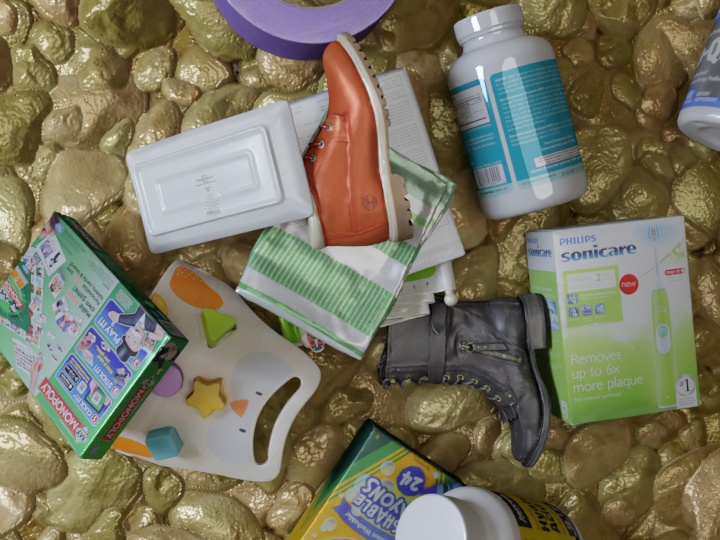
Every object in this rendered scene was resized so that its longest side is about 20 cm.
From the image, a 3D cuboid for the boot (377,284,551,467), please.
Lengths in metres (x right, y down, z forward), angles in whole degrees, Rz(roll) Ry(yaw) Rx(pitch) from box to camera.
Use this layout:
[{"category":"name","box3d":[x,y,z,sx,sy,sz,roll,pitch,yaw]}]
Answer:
[{"category":"boot","box3d":[0.105,0.109,0.924,0.174,0.069,0.200,-2,89,-4]}]

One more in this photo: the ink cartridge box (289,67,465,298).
[{"category":"ink cartridge box","box3d":[-0.002,-0.086,0.897,0.162,0.057,0.200,-19,98,-7]}]

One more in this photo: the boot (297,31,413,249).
[{"category":"boot","box3d":[-0.022,-0.117,0.818,0.107,0.075,0.200,-12,91,-2]}]

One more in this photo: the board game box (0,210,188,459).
[{"category":"board game box","box3d":[-0.259,0.055,0.805,0.200,0.029,0.135,41,98,30]}]

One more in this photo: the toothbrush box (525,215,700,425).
[{"category":"toothbrush box","box3d":[0.264,0.049,0.930,0.145,0.086,0.200,-6,92,-9]}]

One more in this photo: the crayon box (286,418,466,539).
[{"category":"crayon box","box3d":[0.006,0.274,0.915,0.126,0.052,0.200,34,87,-9]}]

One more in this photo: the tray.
[{"category":"tray","box3d":[-0.141,-0.083,0.831,0.200,0.022,0.108,-12,95,29]}]

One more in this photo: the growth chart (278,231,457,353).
[{"category":"growth chart","box3d":[0.000,0.000,0.901,0.200,0.018,0.145,-19,77,-4]}]

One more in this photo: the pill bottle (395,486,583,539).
[{"category":"pill bottle","box3d":[0.126,0.272,0.861,0.200,0.111,0.111,24,88,-45]}]

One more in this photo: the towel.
[{"category":"towel","box3d":[-0.014,-0.032,0.861,0.152,0.023,0.200,29,87,-6]}]

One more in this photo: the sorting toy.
[{"category":"sorting toy","box3d":[-0.141,0.116,0.849,0.180,0.107,0.200,23,89,-4]}]

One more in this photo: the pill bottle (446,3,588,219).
[{"category":"pill bottle","box3d":[0.153,-0.159,0.889,0.111,0.111,0.200,-16,95,-8]}]

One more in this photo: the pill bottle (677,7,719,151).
[{"category":"pill bottle","box3d":[0.422,-0.230,0.929,0.114,0.114,0.200,21,89,-10]}]

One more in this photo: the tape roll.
[{"category":"tape roll","box3d":[-0.054,-0.314,0.863,0.200,0.085,0.200,-1,93,-10]}]
